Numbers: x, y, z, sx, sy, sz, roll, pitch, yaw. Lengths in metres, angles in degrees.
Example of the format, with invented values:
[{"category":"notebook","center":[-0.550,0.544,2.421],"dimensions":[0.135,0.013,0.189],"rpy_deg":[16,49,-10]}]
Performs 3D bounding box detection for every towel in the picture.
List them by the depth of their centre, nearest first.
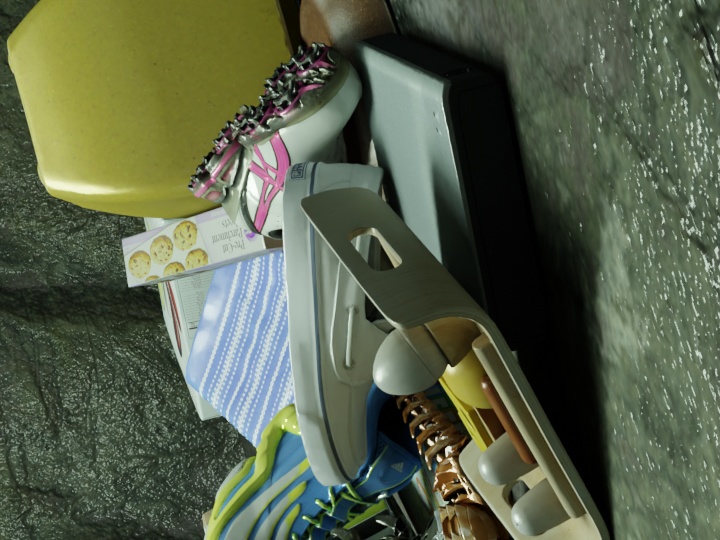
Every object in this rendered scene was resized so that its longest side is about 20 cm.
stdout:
[{"category":"towel","center":[-0.065,0.055,1.321],"dimensions":[0.200,0.024,0.146],"rpy_deg":[36,112,52]}]

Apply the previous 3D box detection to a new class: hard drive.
[{"category":"hard drive","center":[0.045,-0.049,0.982],"dimensions":[0.200,0.033,0.140],"rpy_deg":[-134,29,-72]}]

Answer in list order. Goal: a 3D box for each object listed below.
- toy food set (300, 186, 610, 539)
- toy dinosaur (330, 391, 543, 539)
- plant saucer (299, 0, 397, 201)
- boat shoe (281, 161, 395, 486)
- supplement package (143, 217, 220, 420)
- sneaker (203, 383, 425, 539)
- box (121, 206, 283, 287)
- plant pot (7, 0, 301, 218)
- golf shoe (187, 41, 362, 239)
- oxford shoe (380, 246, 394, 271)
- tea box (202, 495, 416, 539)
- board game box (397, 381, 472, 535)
[{"category":"toy food set","center":[0.043,0.062,0.919],"dimensions":[0.201,0.060,0.144],"rpy_deg":[60,175,-32]},{"category":"toy dinosaur","center":[0.060,0.166,1.063],"dimensions":[0.102,0.135,0.201],"rpy_deg":[24,-129,-40]},{"category":"plant saucer","center":[-0.002,-0.109,1.167],"dimensions":[0.200,0.036,0.202],"rpy_deg":[164,90,-80]},{"category":"boat shoe","center":[-0.005,0.035,1.074],"dimensions":[0.074,0.065,0.201],"rpy_deg":[-69,-25,-65]},{"category":"supplement package","center":[-0.105,-0.017,1.592],"dimensions":[0.191,0.146,0.201],"rpy_deg":[-120,18,-57]},{"category":"sneaker","center":[-0.025,0.133,1.157],"dimensions":[0.076,0.201,0.105],"rpy_deg":[35,164,-30]},{"category":"box","center":[-0.111,-0.022,1.342],"dimensions":[0.200,0.039,0.042],"rpy_deg":[-12,87,53]},{"category":"plant pot","center":[-0.135,-0.131,1.307],"dimensions":[0.195,0.199,0.195],"rpy_deg":[25,-131,-84]},{"category":"golf shoe","center":[-0.034,-0.075,1.119],"dimensions":[0.092,0.073,0.200],"rpy_deg":[35,156,-9]},{"category":"oxford shoe","center":[0.000,0.000,1.227],"dimensions":[0.071,0.074,0.200],"rpy_deg":[-57,8,19]},{"category":"tea box","center":[0.002,0.257,1.273],"dimensions":[0.201,0.133,0.197],"rpy_deg":[61,180,-23]},{"category":"board game box","center":[0.057,0.147,1.221],"dimensions":[0.200,0.034,0.135],"rpy_deg":[-119,17,-57]}]
